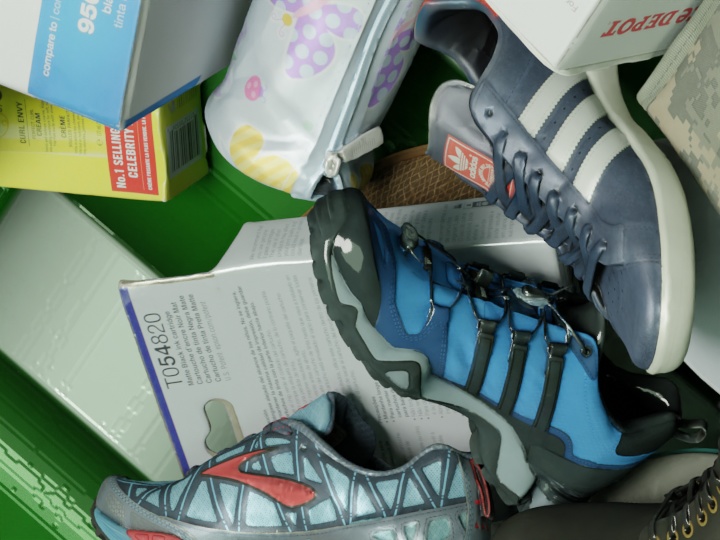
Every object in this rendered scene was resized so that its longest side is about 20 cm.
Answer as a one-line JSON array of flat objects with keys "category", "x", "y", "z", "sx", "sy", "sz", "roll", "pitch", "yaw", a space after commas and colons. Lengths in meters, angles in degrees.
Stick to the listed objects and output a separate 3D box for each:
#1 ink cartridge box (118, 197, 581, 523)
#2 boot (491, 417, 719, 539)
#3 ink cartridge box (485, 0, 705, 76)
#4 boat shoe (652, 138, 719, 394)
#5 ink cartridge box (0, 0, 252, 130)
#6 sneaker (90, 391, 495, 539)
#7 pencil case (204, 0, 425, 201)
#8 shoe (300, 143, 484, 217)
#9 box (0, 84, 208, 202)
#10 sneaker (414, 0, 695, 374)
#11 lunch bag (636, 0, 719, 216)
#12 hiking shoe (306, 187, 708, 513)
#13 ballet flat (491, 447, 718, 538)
[{"category": "ink cartridge box", "x": 0.011, "y": 0.061, "z": 1.155, "sx": 0.198, "sy": 0.041, "sz": 0.201, "roll": -6, "pitch": 127, "yaw": 13}, {"category": "boot", "x": 0.134, "y": 0.087, "z": 0.998, "sx": 0.198, "sy": 0.078, "sz": 0.139, "roll": 2, "pitch": 133, "yaw": 23}, {"category": "ink cartridge box", "x": 0.137, "y": -0.183, "z": 0.986, "sx": 0.086, "sy": 0.147, "sz": 0.200, "roll": 48, "pitch": 123, "yaw": 19}, {"category": "boat shoe", "x": 0.179, "y": 0.028, "z": 1.057, "sx": 0.201, "sy": 0.056, "sz": 0.069, "roll": 55, "pitch": 129, "yaw": 16}, {"category": "ink cartridge box", "x": -0.154, "y": -0.150, "z": 1.136, "sx": 0.199, "sy": 0.145, "sz": 0.085, "roll": 21, "pitch": 116, "yaw": 15}, {"category": "sneaker", "x": -0.027, "y": 0.101, "z": 1.130, "sx": 0.198, "sy": 0.079, "sz": 0.096, "roll": 7, "pitch": 82, "yaw": 26}, {"category": "pencil case", "x": -0.001, "y": -0.129, "z": 1.106, "sx": 0.082, "sy": 0.091, "sz": 0.201, "roll": 15, "pitch": 117, "yaw": -15}, {"category": "shoe", "x": 0.000, "y": 0.000, "z": 1.185, "sx": 0.199, "sy": 0.053, "sz": 0.070, "roll": -26, "pitch": 58, "yaw": 24}, {"category": "box", "x": -0.173, "y": -0.080, "z": 1.227, "sx": 0.198, "sy": 0.050, "sz": 0.076, "roll": 6, "pitch": 113, "yaw": 22}, {"category": "sneaker", "x": 0.073, "y": -0.039, "z": 1.034, "sx": 0.084, "sy": 0.201, "sz": 0.075, "roll": -8, "pitch": 142, "yaw": -14}, {"category": "lunch bag", "x": 0.222, "y": -0.082, "z": 0.968, "sx": 0.165, "sy": 0.117, "sz": 0.201, "roll": 60, "pitch": 137, "yaw": 32}, {"category": "hiking shoe", "x": 0.056, "y": 0.022, "z": 1.054, "sx": 0.086, "sy": 0.075, "sz": 0.200, "roll": -32, "pitch": 128, "yaw": 20}, {"category": "ballet flat", "x": 0.086, "y": 0.138, "z": 1.136, "sx": 0.199, "sy": 0.064, "sz": 0.068, "roll": -19, "pitch": 123, "yaw": 21}]
